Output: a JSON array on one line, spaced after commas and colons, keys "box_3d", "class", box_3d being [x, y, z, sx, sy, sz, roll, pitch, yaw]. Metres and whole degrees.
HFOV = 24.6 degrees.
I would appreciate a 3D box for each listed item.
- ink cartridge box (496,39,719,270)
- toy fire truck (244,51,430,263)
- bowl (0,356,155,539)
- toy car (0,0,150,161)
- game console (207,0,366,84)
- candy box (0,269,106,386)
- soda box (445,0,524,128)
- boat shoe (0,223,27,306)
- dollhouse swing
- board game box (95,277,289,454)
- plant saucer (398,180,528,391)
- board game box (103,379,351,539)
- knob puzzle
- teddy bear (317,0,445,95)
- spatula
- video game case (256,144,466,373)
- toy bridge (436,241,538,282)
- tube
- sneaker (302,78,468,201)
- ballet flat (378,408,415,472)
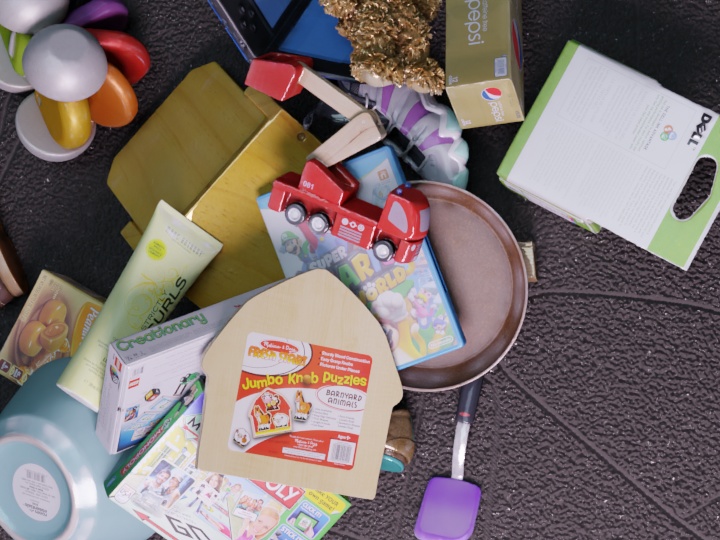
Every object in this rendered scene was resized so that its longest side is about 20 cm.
[{"box_3d": [0.250, -0.102, 1.541, 0.199, 0.076, 0.148, 29, 90, 16], "class": "ink cartridge box"}, {"box_3d": [-0.020, -0.104, 1.505, 0.199, 0.049, 0.142, 23, 111, 12], "class": "toy fire truck"}, {"box_3d": [-0.289, 0.194, 1.592, 0.200, 0.105, 0.202, 9, 108, 27], "class": "bowl"}, {"box_3d": [-0.295, -0.225, 1.681, 0.149, 0.175, 0.201, -24, 73, -25], "class": "toy car"}, {"box_3d": [-0.041, -0.283, 1.577, 0.118, 0.200, 0.171, -15, 121, 34], "class": "game console"}, {"box_3d": [-0.259, 0.096, 1.662, 0.199, 0.055, 0.116, 28, 92, 18], "class": "candy box"}, {"box_3d": [0.118, -0.237, 1.566, 0.064, 0.068, 0.201, -6, 58, 15], "class": "soda box"}, {"box_3d": [-0.413, -0.053, 1.718, 0.070, 0.070, 0.201, -23, 77, 7], "class": "boat shoe"}, {"box_3d": [-0.130, -0.080, 1.664, 0.182, 0.176, 0.200, 40, 94, -25], "class": "dollhouse swing"}, {"box_3d": [-0.149, 0.089, 1.542, 0.035, 0.199, 0.127, 48, 141, 29], "class": "board game box"}, {"box_3d": [0.063, 0.013, 1.567, 0.199, 0.034, 0.201, 2, 98, 16], "class": "plant saucer"}, {"box_3d": [-0.124, 0.212, 1.557, 0.200, 0.029, 0.135, 40, 96, -26], "class": "board game box"}, {"box_3d": [-0.055, 0.098, 1.522, 0.218, 0.030, 0.221, 0, 89, -20], "class": "knob puzzle"}, {"box_3d": [0.019, -0.246, 1.525, 0.067, 0.144, 0.201, -49, 35, 44], "class": "teddy bear"}, {"box_3d": [0.097, 0.161, 1.573, 0.056, 0.021, 0.201, 10, 84, 18], "class": "spatula"}, {"box_3d": [0.000, 0.000, 1.557, 0.143, 0.018, 0.201, -20, 91, 17], "class": "video game case"}, {"box_3d": [0.071, -0.013, 1.602, 0.199, 0.027, 0.068, -6, 80, 15], "class": "toy bridge"}, {"box_3d": [-0.211, 0.036, 1.548, 0.052, 0.058, 0.201, 26, 75, 25], "class": "tube"}, {"box_3d": [0.013, -0.143, 1.584, 0.139, 0.078, 0.201, -14, 66, -24], "class": "sneaker"}, {"box_3d": [-0.041, 0.143, 1.597, 0.199, 0.068, 0.073, 7, 64, 16], "class": "ballet flat"}]
